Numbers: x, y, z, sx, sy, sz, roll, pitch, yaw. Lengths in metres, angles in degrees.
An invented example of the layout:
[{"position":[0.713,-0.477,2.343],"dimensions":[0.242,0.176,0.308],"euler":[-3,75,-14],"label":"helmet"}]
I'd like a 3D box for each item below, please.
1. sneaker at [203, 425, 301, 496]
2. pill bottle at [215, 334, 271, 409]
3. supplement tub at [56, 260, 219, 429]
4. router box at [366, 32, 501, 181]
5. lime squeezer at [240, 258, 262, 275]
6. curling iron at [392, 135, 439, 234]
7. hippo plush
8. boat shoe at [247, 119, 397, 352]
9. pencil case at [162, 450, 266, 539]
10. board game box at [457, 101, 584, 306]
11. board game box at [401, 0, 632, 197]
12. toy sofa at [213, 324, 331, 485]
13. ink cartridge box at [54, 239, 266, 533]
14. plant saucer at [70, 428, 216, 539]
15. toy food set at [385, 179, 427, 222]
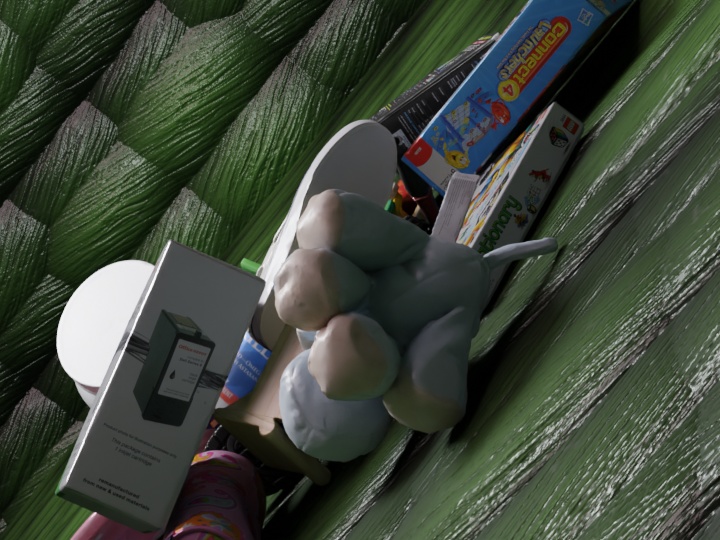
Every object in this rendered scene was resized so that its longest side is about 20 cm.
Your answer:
[{"position":[-0.047,0.111,1.748],"dimensions":[0.200,0.076,0.091],"euler":[-41,4,15],"label":"sneaker"},{"position":[-0.046,0.045,1.833],"dimensions":[0.201,0.112,0.112],"euler":[-53,7,3],"label":"pill bottle"},{"position":[-0.172,0.090,1.947],"dimensions":[0.144,0.200,0.146],"euler":[-13,58,22],"label":"supplement tub"},{"position":[0.080,-0.153,1.992],"dimensions":[0.149,0.062,0.200],"euler":[-36,5,3],"label":"router box"},{"position":[0.000,0.000,1.754],"dimensions":[0.038,0.198,0.071],"euler":[67,-167,-67],"label":"lime squeezer"},{"position":[0.044,-0.061,1.812],"dimensions":[0.050,0.026,0.200],"euler":[-45,-21,-13],"label":"curling iron"},{"position":[-0.002,0.035,1.427],"dimensions":[0.161,0.159,0.201],"euler":[-42,13,51],"label":"hippo plush"},{"position":[-0.038,-0.030,1.719],"dimensions":[0.070,0.071,0.201],"euler":[19,85,63],"label":"boat shoe"},{"position":[-0.115,0.203,1.630],"dimensions":[0.088,0.087,0.200],"euler":[-51,9,11],"label":"pencil case"},{"position":[0.091,-0.024,1.611],"dimensions":[0.126,0.035,0.201],"euler":[-45,11,52],"label":"board game box"},{"position":[0.134,-0.162,1.767],"dimensions":[0.196,0.056,0.200],"euler":[-50,-3,19],"label":"board game box"},{"position":[-0.017,0.055,1.618],"dimensions":[0.097,0.083,0.201],"euler":[8,63,39],"label":"toy sofa"},{"position":[-0.153,0.091,1.625],"dimensions":[0.146,0.083,0.201],"euler":[141,152,-76],"label":"ink cartridge box"},{"position":[-0.181,0.225,1.874],"dimensions":[0.200,0.051,0.201],"euler":[-42,-13,-12],"label":"plant saucer"},{"position":[0.003,-0.012,2.047],"dimensions":[0.198,0.049,0.200],"euler":[-51,7,16],"label":"toy food set"}]
